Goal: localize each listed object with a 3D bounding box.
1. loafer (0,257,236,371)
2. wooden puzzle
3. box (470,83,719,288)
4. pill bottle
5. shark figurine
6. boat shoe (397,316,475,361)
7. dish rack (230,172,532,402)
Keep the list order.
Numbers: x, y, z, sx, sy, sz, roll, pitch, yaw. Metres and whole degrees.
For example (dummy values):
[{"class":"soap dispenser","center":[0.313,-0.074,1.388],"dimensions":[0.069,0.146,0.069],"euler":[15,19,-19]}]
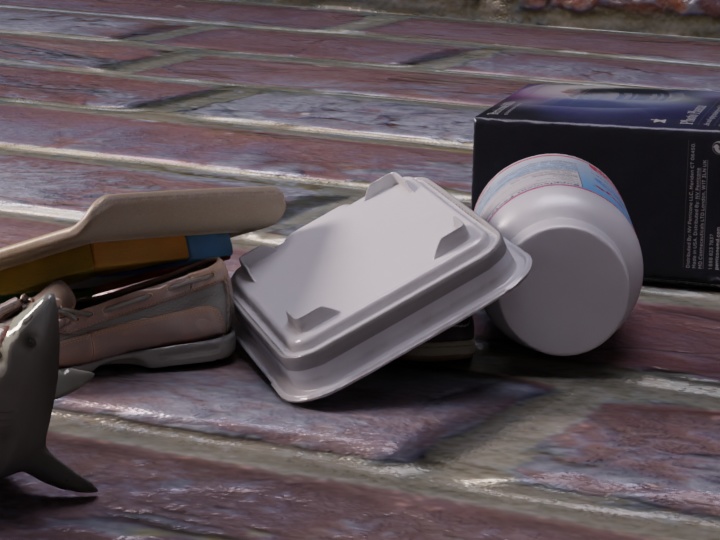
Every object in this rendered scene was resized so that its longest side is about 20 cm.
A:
[{"class":"loafer","center":[-0.171,0.028,1.517],"dimensions":[0.199,0.063,0.072],"euler":[-5,13,-27]},{"class":"wooden puzzle","center":[-0.171,-0.005,1.576],"dimensions":[0.200,0.037,0.185],"euler":[-21,-10,37]},{"class":"box","center":[0.198,-0.069,1.871],"dimensions":[0.198,0.124,0.200],"euler":[3,12,15]},{"class":"pill bottle","center":[0.127,-0.008,1.612],"dimensions":[0.108,0.109,0.200],"euler":[2,13,1]},{"class":"shark figurine","center":[-0.174,0.086,1.288],"dimensions":[0.089,0.128,0.214],"euler":[25,-9,-7]},{"class":"boat shoe","center":[0.033,0.011,1.613],"dimensions":[0.072,0.065,0.200],"euler":[2,13,-6]},{"class":"dish rack","center":[0.000,0.000,1.531],"dimensions":[0.171,0.044,0.200],"euler":[-30,21,-7]}]
